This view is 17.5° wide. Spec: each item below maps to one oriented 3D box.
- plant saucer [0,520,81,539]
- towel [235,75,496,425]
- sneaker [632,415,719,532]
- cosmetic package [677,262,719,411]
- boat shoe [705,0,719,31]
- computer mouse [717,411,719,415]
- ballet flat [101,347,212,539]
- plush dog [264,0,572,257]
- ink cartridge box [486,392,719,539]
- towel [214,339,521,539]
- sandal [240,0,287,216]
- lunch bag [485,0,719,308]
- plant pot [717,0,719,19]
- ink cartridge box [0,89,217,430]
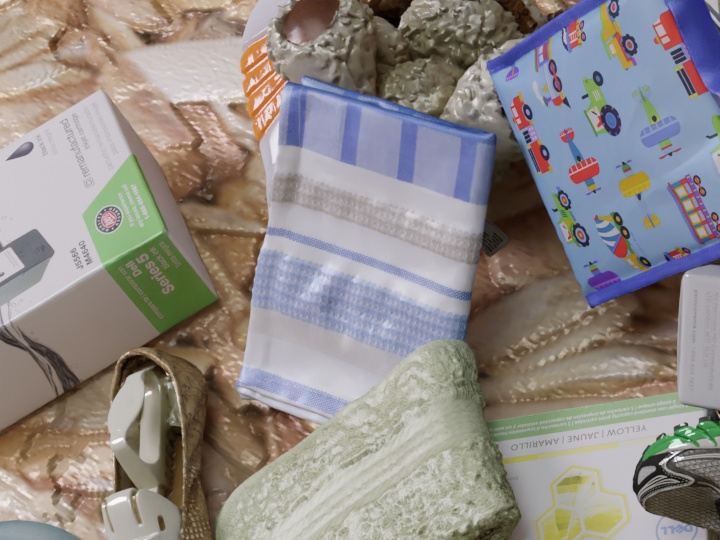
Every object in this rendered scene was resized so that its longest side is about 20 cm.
[{"bbox_3d":[-0.236,0.228,1.373,0.201,0.039,0.201,-13,52,17],"label":"plant saucer"},{"bbox_3d":[0.000,0.000,1.346,0.147,0.024,0.201,19,108,30],"label":"towel"},{"bbox_3d":[0.222,0.126,1.134,0.200,0.078,0.085,12,69,29],"label":"sneaker"},{"bbox_3d":[0.265,0.040,1.147,0.200,0.102,0.074,6,100,37],"label":"cosmetic package"},{"bbox_3d":[0.201,-0.130,1.384,0.068,0.072,0.200,-37,37,4],"label":"boat shoe"},{"bbox_3d":[0.223,0.005,1.297,0.034,0.059,0.200,-17,44,43],"label":"computer mouse"},{"bbox_3d":[-0.126,0.130,1.369,0.070,0.065,0.200,-26,47,22],"label":"ballet flat"},{"bbox_3d":[0.058,-0.115,1.431,0.200,0.161,0.172,17,47,20],"label":"plush dog"},{"bbox_3d":[0.120,0.167,1.234,0.145,0.048,0.200,-10,50,20],"label":"ink cartridge box"},{"bbox_3d":[-0.004,0.138,1.286,0.200,0.036,0.149,-37,41,21],"label":"towel"},{"bbox_3d":[-0.027,-0.092,1.496,0.079,0.059,0.207,-17,70,36],"label":"sandal"},{"bbox_3d":[0.157,-0.075,1.222,0.094,0.200,0.151,-23,89,-14],"label":"lunch bag"},{"bbox_3d":[0.297,-0.089,1.229,0.200,0.184,0.201,-8,51,10],"label":"plant pot"},{"bbox_3d":[-0.212,0.001,1.496,0.200,0.084,0.146,-31,49,3],"label":"ink cartridge box"}]
